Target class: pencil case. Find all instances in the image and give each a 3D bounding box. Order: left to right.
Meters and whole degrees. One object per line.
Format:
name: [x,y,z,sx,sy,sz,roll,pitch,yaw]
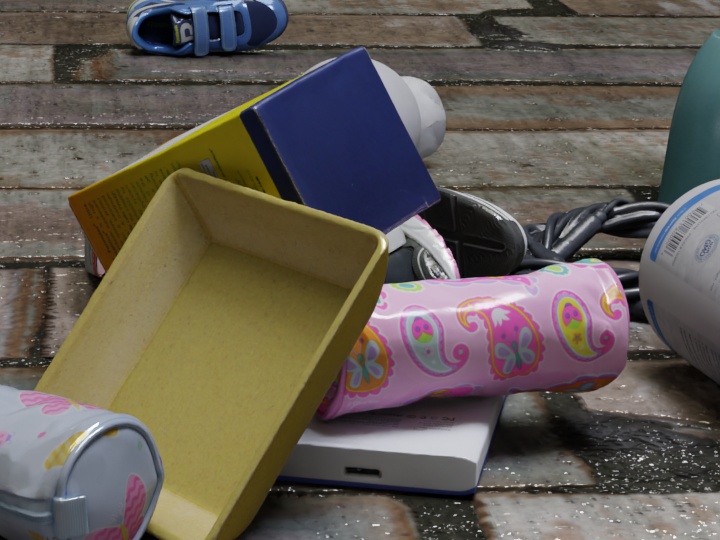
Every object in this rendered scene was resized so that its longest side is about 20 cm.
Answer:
pencil case: [-0.202,0.097,1.144,0.199,0.084,0.091,13,6,32]
pencil case: [0.059,0.038,1.282,0.199,0.088,0.087,-4,16,-19]

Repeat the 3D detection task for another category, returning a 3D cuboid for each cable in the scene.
cable: [0.193,-0.009,1.645,0.162,0.051,0.200,0,19,14]

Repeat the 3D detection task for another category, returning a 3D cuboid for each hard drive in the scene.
hard drive: [0.018,0.086,1.314,0.131,0.026,0.200,4,16,9]

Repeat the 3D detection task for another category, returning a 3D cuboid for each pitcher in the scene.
pitcher: [-0.023,-0.123,1.928,0.171,0.122,0.200,-16,0,14]

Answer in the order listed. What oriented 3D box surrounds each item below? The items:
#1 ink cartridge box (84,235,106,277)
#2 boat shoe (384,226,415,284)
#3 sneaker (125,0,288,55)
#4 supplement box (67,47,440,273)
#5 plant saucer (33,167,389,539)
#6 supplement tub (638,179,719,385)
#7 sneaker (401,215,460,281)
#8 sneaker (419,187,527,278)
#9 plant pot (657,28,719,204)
ink cartridge box: [-0.141,-0.022,1.558,0.108,0.051,0.200,-2,1,-10]
boat shoe: [-0.013,0.024,1.367,0.075,0.061,0.200,-21,5,33]
sneaker: [-0.185,-0.289,2.560,0.199,0.074,0.082,-5,17,5]
supplement box: [-0.068,-0.044,1.340,0.200,0.110,0.109,-20,10,47]
plant saucer: [-0.085,0.054,1.209,0.200,0.201,0.048,19,-16,46]
supplement tub: [0.271,0.024,1.364,0.131,0.133,0.200,-3,17,-16]
sneaker: [0.000,0.000,1.565,0.086,0.081,0.200,-38,39,-17]
sneaker: [0.076,-0.036,1.639,0.115,0.076,0.200,-12,13,-39]
plant pot: [0.358,-0.122,1.841,0.199,0.162,0.201,2,16,-1]
